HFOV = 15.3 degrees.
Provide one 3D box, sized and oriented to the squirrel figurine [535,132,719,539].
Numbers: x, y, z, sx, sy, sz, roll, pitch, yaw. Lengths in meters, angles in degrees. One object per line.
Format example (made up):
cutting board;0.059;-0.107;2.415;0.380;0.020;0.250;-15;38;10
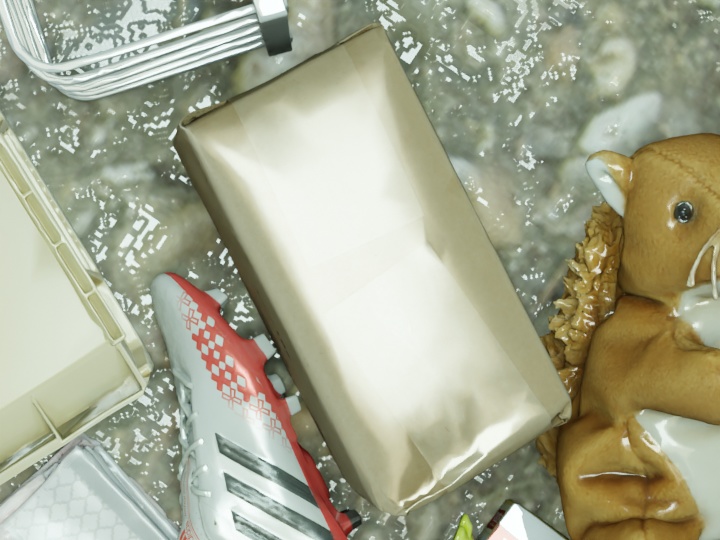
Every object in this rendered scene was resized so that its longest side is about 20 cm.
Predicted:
squirrel figurine;0.140;0.024;1.255;0.141;0.200;0.187;-12;106;-20

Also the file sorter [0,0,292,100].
file sorter;-0.109;-0.158;1.246;0.124;0.200;0.139;-18;90;-1

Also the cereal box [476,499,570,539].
cereal box;0.072;0.235;1.332;0.144;0.040;0.200;36;88;-1

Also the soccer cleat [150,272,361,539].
soccer cleat;-0.063;0.096;1.306;0.085;0.069;0.200;-29;89;-13

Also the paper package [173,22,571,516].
paper package;0.000;0.000;1.254;0.103;0.191;0.200;-28;92;-5

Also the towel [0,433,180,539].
towel;-0.138;0.214;1.326;0.191;0.032;0.200;-44;91;-2

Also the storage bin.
storage bin;-0.231;0.022;1.292;0.200;0.094;0.199;-32;92;-3

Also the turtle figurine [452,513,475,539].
turtle figurine;0.114;0.173;1.284;0.161;0.064;0.200;19;60;1
